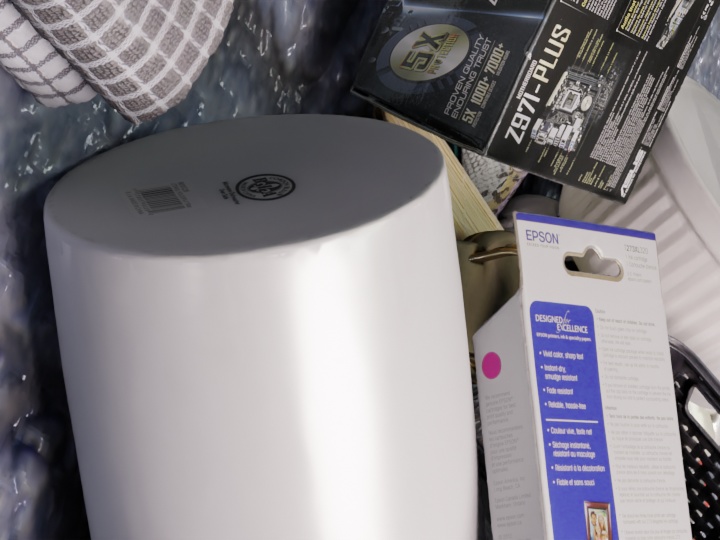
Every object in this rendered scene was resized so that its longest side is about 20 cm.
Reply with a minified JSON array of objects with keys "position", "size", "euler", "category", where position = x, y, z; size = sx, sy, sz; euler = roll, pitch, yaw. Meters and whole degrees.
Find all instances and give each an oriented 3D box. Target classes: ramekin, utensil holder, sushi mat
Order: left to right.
[{"position":[-0.033,0.055,0.735],"size":[0.170,0.170,0.200],"euler":[-38,129,-53],"category":"utensil holder"},{"position":[0.055,-0.024,0.965],"size":[0.200,0.012,0.096],"euler":[53,22,-37],"category":"sushi mat"},{"position":[0.200,-0.010,1.060],"size":[0.202,0.094,0.203],"euler":[42,26,-25],"category":"ramekin"}]

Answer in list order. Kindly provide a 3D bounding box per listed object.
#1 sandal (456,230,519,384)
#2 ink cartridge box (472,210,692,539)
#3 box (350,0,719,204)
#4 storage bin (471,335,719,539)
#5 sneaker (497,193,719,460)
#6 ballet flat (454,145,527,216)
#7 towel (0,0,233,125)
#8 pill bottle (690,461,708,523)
[{"position":[0.067,0.015,0.879],"size":[0.200,0.054,0.081],"euler":[9,77,-66],"category":"sandal"},{"position":[0.093,0.080,0.746],"size":[0.095,0.037,0.200],"euler":[7,76,-43],"category":"ink cartridge box"},{"position":[0.106,-0.147,0.892],"size":[0.164,0.086,0.200],"euler":[10,106,-58],"category":"box"},{"position":[0.116,0.121,0.889],"size":[0.200,0.135,0.094],"euler":[-13,146,-48],"category":"storage bin"},{"position":[0.137,0.050,1.100],"size":[0.200,0.075,0.081],"euler":[47,58,-10],"category":"sneaker"},{"position":[0.085,-0.114,1.018],"size":[0.072,0.072,0.201],"euler":[-41,133,-51],"category":"ballet flat"},{"position":[-0.092,-0.175,0.643],"size":[0.166,0.085,0.200],"euler":[44,59,-58],"category":"towel"},{"position":[0.137,0.147,1.143],"size":[0.200,0.116,0.116],"euler":[-1,99,-62],"category":"pill bottle"}]
